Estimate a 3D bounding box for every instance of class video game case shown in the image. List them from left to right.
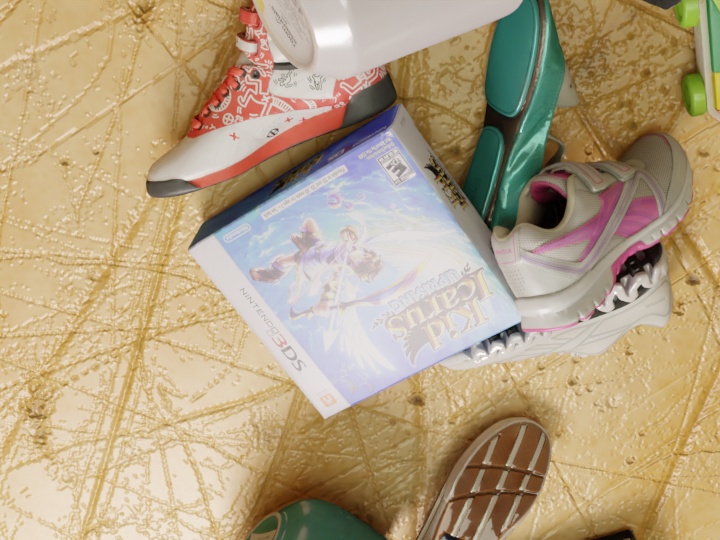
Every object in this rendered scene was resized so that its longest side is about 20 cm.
[{"bbox_3d":[0.000,0.000,1.076,0.199,0.046,0.182,-29,112,27],"label":"video game case"}]

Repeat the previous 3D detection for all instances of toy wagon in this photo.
[{"bbox_3d":[0.319,-0.154,1.065,0.153,0.040,0.202,-10,111,1],"label":"toy wagon"}]

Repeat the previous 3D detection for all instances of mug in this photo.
[{"bbox_3d":[-0.056,0.274,1.152,0.114,0.152,0.185,37,105,-13],"label":"mug"},{"bbox_3d":[-0.001,-0.211,0.957,0.152,0.186,0.150,-32,128,-18],"label":"mug"}]

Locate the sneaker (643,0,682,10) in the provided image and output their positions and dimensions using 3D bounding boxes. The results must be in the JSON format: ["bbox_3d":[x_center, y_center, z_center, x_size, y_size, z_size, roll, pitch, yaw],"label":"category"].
[{"bbox_3d":[0.246,-0.276,0.995,0.080,0.086,0.201,37,130,14],"label":"sneaker"}]

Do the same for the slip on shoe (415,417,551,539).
[{"bbox_3d":[0.090,0.211,1.183,0.075,0.061,0.202,27,87,-11],"label":"slip on shoe"}]

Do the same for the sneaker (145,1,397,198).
[{"bbox_3d":[-0.082,-0.136,1.039,0.200,0.067,0.109,-23,107,5],"label":"sneaker"}]

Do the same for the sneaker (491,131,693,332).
[{"bbox_3d":[0.170,-0.047,1.037,0.200,0.081,0.089,-46,112,-31],"label":"sneaker"}]

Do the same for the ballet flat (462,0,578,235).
[{"bbox_3d":[0.125,-0.113,1.066,0.070,0.067,0.202,0,114,-28],"label":"ballet flat"}]

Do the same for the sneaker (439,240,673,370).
[{"bbox_3d":[0.154,0.042,1.119,0.198,0.076,0.081,-20,130,11],"label":"sneaker"}]

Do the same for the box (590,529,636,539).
[{"bbox_3d":[0.170,0.342,1.247,0.198,0.048,0.195,-16,108,4],"label":"box"}]
